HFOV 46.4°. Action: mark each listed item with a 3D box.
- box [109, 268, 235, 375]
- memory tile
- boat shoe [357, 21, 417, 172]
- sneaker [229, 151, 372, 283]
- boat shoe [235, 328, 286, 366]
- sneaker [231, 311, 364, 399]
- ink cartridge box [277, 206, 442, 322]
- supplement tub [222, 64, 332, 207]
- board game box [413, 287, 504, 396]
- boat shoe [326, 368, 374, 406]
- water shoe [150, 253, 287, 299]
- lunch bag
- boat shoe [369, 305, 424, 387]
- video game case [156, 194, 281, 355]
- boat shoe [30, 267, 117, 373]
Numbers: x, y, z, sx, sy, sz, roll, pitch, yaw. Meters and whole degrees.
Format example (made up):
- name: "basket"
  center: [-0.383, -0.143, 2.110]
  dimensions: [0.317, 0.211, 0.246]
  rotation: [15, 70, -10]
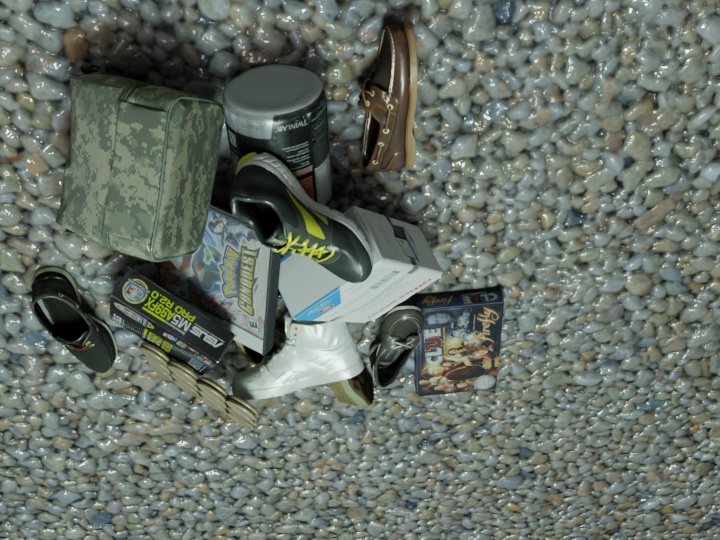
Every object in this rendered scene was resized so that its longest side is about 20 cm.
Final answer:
- name: "box"
  center: [-0.261, 0.076, 1.140]
  dimensions: [0.160, 0.044, 0.200]
  rotation: [33, 161, -9]
- name: "memory tile"
  center: [-0.239, 0.174, 1.254]
  dimensions: [0.199, 0.017, 0.153]
  rotation: [30, 160, 4]
- name: "boat shoe"
  center: [0.031, -0.201, 1.013]
  dimensions: [0.070, 0.071, 0.201]
  rotation: [-6, 132, -6]
- name: "sneaker"
  center: [-0.073, -0.042, 0.955]
  dimensions: [0.200, 0.085, 0.074]
  rotation: [39, 132, -15]
- name: "boat shoe"
  center: [-0.149, 0.119, 1.280]
  dimensions: [0.073, 0.063, 0.200]
  rotation: [-24, 130, 13]
- name: "sneaker"
  center: [-0.105, 0.113, 1.214]
  dimensions: [0.199, 0.074, 0.116]
  rotation: [-15, 111, 7]
- name: "ink cartridge box"
  center: [0.000, 0.000, 1.117]
  dimensions: [0.146, 0.086, 0.200]
  rotation: [-34, 163, 21]
- name: "supplement tub"
  center: [-0.096, -0.135, 1.023]
  dimensions: [0.122, 0.123, 0.201]
  rotation: [-4, 132, -3]
- name: "board game box"
  center: [0.152, 0.117, 1.332]
  dimensions: [0.134, 0.035, 0.201]
  rotation: [-6, 132, -1]
- name: "boat shoe"
  center: [-0.044, 0.155, 1.325]
  dimensions: [0.076, 0.072, 0.201]
  rotation: [-10, 133, 18]
- name: "water shoe"
  center: [-0.190, -0.005, 1.155]
  dimensions: [0.198, 0.079, 0.072]
  rotation: [2, 131, -7]
- name: "lunch bag"
  center: [-0.264, -0.125, 0.964]
  dimensions: [0.167, 0.139, 0.202]
  rotation: [14, 102, 14]
- name: "boat shoe"
  center: [0.056, 0.118, 1.267]
  dimensions: [0.066, 0.057, 0.200]
  rotation: [-1, 152, -13]
- name: "video game case"
  center: [-0.186, -0.005, 1.079]
  dimensions: [0.180, 0.026, 0.201]
  rotation: [24, 130, 18]
- name: "boat shoe"
  center: [-0.418, 0.087, 1.225]
  dimensions: [0.073, 0.063, 0.202]
  rotation: [-14, 133, 3]
